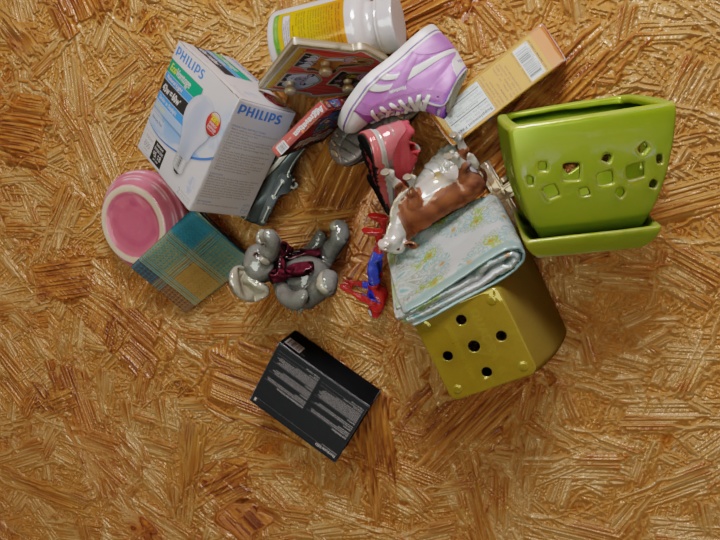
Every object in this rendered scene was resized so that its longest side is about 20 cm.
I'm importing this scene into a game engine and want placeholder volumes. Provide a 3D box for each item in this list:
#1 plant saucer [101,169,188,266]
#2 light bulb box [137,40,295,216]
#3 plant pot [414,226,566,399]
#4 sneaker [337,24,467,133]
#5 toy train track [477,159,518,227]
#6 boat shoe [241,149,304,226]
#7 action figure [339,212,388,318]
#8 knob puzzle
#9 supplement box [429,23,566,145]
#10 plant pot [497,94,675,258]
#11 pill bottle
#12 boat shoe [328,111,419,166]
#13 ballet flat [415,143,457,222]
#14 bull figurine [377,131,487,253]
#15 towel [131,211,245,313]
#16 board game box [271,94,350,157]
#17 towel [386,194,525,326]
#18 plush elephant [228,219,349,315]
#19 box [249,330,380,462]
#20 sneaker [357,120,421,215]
[{"bbox_3d":[-0.427,-0.092,1.191,0.198,0.051,0.204,5,105,20],"label":"plant saucer"},{"bbox_3d":[-0.243,-0.231,1.016,0.198,0.124,0.201,44,116,29],"label":"light bulb box"},{"bbox_3d":[0.183,0.080,0.934,0.198,0.176,0.202,-24,99,24],"label":"plant pot"},{"bbox_3d":[0.064,-0.246,0.888,0.200,0.073,0.115,-40,81,14],"label":"sneaker"},{"bbox_3d":[0.186,-0.095,0.975,0.199,0.033,0.116,-32,91,25],"label":"toy train track"},{"bbox_3d":[-0.141,-0.159,1.070,0.061,0.073,0.200,34,113,-20],"label":"boat shoe"},{"bbox_3d":[0.000,0.000,1.027,0.097,0.066,0.202,7,129,15],"label":"action figure"},{"bbox_3d":[-0.037,-0.290,0.928,0.216,0.219,0.031,-6,86,21],"label":"knob puzzle"},{"bbox_3d":[0.202,-0.270,0.908,0.199,0.067,0.069,-33,93,24],"label":"supplement box"},{"bbox_3d":[0.295,-0.128,0.831,0.197,0.199,0.184,-5,108,10],"label":"plant pot"},{"bbox_3d":[-0.034,-0.362,0.946,0.197,0.111,0.113,-5,102,21],"label":"pill bottle"},{"bbox_3d":[0.035,-0.241,0.974,0.199,0.073,0.075,-35,82,10],"label":"boat shoe"},{"bbox_3d":[0.102,-0.108,0.974,0.071,0.072,0.202,26,110,12],"label":"ballet flat"},{"bbox_3d":[0.096,-0.109,0.898,0.199,0.065,0.122,-32,134,-8],"label":"bull figurine"},{"bbox_3d":[-0.319,-0.015,1.159,0.199,0.022,0.147,-34,114,25],"label":"towel"},{"bbox_3d":[-0.059,-0.226,0.940,0.103,0.200,0.020,-37,95,24],"label":"board game box"},{"bbox_3d":[0.130,-0.021,0.891,0.198,0.172,0.048,-30,121,15],"label":"towel"},{"bbox_3d":[-0.129,-0.011,1.041,0.153,0.166,0.200,27,139,-15],"label":"plush elephant"},{"bbox_3d":[-0.085,0.230,1.131,0.199,0.079,0.142,34,109,9],"label":"box"},{"bbox_3d":[0.057,-0.154,0.940,0.086,0.201,0.074,-27,66,-3],"label":"sneaker"}]
